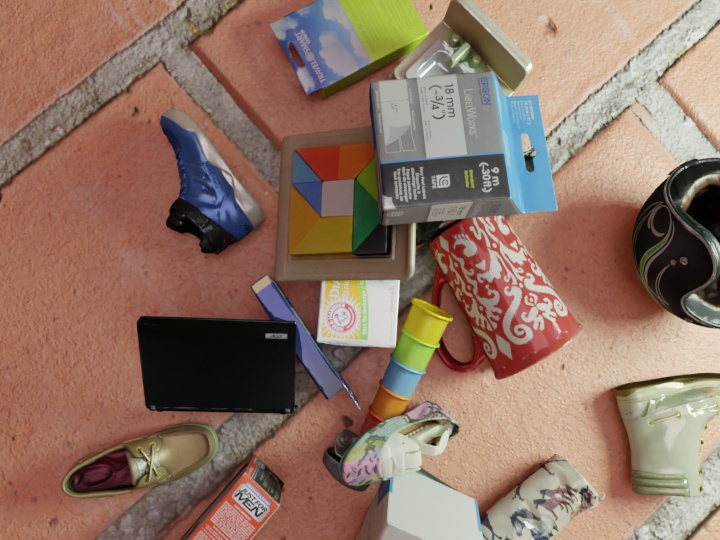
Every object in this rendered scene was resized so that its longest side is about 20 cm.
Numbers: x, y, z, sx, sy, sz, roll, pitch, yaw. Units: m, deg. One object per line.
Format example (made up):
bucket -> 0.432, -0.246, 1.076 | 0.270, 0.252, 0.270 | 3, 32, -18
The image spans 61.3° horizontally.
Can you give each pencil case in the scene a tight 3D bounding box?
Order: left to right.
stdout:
pencil case -> 0.226, 0.332, 0.806 | 0.199, 0.078, 0.090 | -37, 69, -7

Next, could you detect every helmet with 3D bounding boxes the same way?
helmet -> 0.461, -0.028, 0.805 | 0.197, 0.192, 0.202 | -6, 51, 7

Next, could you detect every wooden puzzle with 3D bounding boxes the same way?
wooden puzzle -> -0.025, -0.082, 0.731 | 0.198, 0.037, 0.188 | -2, 82, 28

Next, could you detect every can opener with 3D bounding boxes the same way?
can opener -> 0.043, 0.287, 0.822 | 0.199, 0.053, 0.067 | 32, 115, -1

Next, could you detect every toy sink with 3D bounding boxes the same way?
toy sink -> 0.116, -0.233, 0.796 | 0.130, 0.200, 0.112 | 45, 83, 1

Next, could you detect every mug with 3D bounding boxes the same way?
mug -> 0.169, 0.035, 0.810 | 0.176, 0.133, 0.202 | -29, 84, -8

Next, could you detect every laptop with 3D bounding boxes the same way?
laptop -> -0.164, 0.121, 0.745 | 0.174, 0.200, 0.105 | 3, 79, -4

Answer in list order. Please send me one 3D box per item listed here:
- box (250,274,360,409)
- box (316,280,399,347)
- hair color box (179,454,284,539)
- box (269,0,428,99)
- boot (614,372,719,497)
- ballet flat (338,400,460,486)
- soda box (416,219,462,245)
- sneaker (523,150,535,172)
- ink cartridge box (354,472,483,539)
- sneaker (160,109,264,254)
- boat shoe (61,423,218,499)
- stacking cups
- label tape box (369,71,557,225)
box -> -0.070, 0.099, 0.789 | 0.032, 0.121, 0.201 | -36, 87, -6
box -> 0.000, 0.000, 0.808 | 0.100, 0.113, 0.203 | 4, 85, -1
hair color box -> -0.185, 0.339, 0.762 | 0.064, 0.111, 0.200 | 42, 82, 1
box -> -0.016, -0.339, 0.874 | 0.198, 0.048, 0.123 | -29, 86, -6
boot -> 0.462, 0.225, 0.838 | 0.197, 0.072, 0.157 | -7, 84, 1
ballet flat -> 0.061, 0.217, 0.760 | 0.071, 0.199, 0.070 | 13, 106, 39
soda box -> 0.103, -0.090, 0.780 | 0.070, 0.200, 0.064 | -22, 83, -6
sneaker -> 0.200, -0.129, 0.804 | 0.103, 0.200, 0.061 | -20, 84, 10
ink cartridge box -> 0.052, 0.373, 0.744 | 0.124, 0.129, 0.202 | 22, 104, 0
sneaker -> -0.232, -0.114, 0.821 | 0.111, 0.077, 0.201 | -39, 94, -16
boat shoe -> -0.284, 0.253, 0.786 | 0.197, 0.066, 0.075 | -18, 86, -6
stacking cups -> 0.051, 0.138, 0.804 | 0.060, 0.061, 0.202 | 26, 99, -1
label tape box -> 0.113, -0.133, 0.653 | 0.197, 0.063, 0.146 | -5, 77, -1
